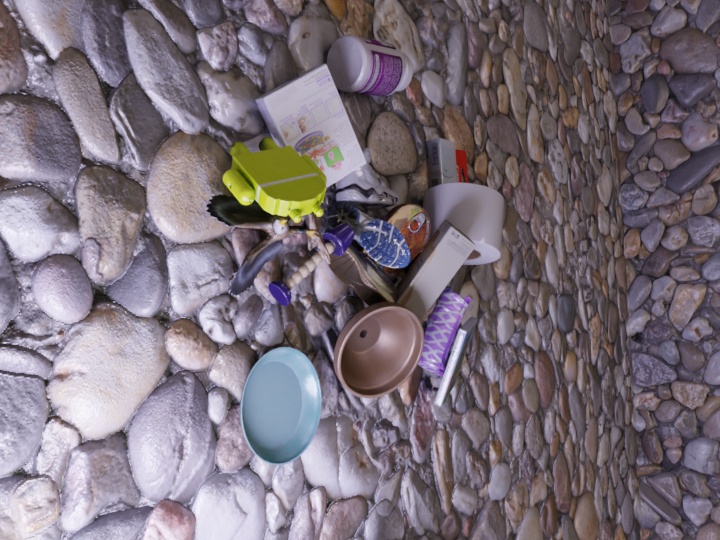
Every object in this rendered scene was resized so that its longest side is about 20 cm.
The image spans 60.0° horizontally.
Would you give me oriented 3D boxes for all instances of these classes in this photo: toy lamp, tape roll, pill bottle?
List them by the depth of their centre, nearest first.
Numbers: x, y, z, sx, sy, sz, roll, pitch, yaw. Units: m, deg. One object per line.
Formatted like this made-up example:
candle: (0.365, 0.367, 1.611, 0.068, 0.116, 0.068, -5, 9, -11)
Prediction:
toy lamp: (-0.085, -0.017, 1.167, 0.200, 0.058, 0.059, -46, 121, -28)
pill bottle: (0.027, -0.437, 1.345, 0.198, 0.110, 0.115, -13, 95, -50)
tape roll: (0.244, -0.108, 1.508, 0.201, 0.199, 0.143, 24, 67, -47)

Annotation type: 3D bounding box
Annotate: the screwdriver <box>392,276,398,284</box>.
screwdriver: (0.092, 0.006, 1.391, 0.029, 0.028, 0.201, 47, 73, -18)

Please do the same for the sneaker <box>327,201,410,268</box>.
sneaker: (0.028, -0.071, 1.260, 0.078, 0.199, 0.085, -54, 158, 4)

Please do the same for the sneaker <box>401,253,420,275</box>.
sneaker: (0.124, -0.008, 1.463, 0.090, 0.069, 0.202, -47, 122, -25)

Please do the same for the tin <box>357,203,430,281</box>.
tin: (0.071, -0.061, 1.360, 0.200, 0.042, 0.113, -45, 120, -16)

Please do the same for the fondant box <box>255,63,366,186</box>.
fondant box: (-0.091, -0.262, 1.181, 0.143, 0.058, 0.203, -33, 112, -20)

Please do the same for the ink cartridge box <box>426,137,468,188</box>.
ink cartridge box: (0.250, -0.253, 1.650, 0.198, 0.047, 0.165, -2, 87, -49)

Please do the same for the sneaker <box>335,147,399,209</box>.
sneaker: (0.018, -0.196, 1.334, 0.198, 0.074, 0.118, -1, 85, -53)

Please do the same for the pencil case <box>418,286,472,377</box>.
pencil case: (0.200, 0.147, 1.483, 0.083, 0.084, 0.204, 33, 76, -45)

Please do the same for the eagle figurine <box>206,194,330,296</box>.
eagle figurine: (-0.164, -0.066, 1.080, 0.196, 0.152, 0.153, -20, 58, -21)

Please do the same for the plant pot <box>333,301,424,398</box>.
plant pot: (0.024, 0.146, 1.260, 0.197, 0.093, 0.205, -13, 118, -25)

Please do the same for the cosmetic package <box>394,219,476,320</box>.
cosmetic package: (0.156, -0.003, 1.341, 0.070, 0.105, 0.202, 34, 99, -8)

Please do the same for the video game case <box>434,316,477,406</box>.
video game case: (0.230, 0.212, 1.486, 0.199, 0.022, 0.186, -12, 120, -72)

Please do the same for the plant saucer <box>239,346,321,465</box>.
plant saucer: (-0.147, 0.239, 1.112, 0.198, 0.035, 0.206, 8, 79, -51)

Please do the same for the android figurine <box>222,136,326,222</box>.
android figurine: (-0.137, -0.154, 1.059, 0.180, 0.200, 0.042, -20, 146, -38)

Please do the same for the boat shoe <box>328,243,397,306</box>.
boat shoe: (0.000, 0.000, 1.281, 0.201, 0.072, 0.065, 50, 42, -16)

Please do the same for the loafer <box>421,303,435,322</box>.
loafer: (0.115, 0.112, 1.429, 0.199, 0.071, 0.064, -24, 125, -52)
